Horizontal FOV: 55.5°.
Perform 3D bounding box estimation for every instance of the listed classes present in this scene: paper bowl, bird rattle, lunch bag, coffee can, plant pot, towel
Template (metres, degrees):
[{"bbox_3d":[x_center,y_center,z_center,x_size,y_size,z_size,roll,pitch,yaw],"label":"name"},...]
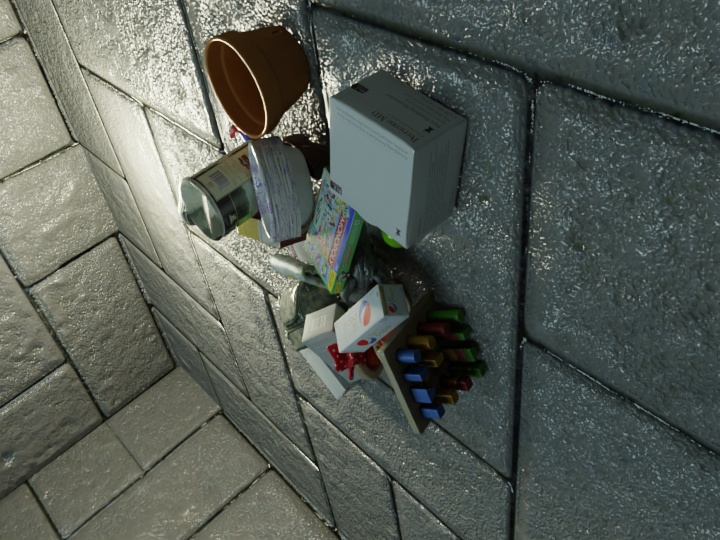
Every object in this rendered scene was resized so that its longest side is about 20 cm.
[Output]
[{"bbox_3d":[-0.154,-0.165,1.367,0.200,0.101,0.207,167,91,-78],"label":"paper bowl"},{"bbox_3d":[0.015,0.179,1.580,0.110,0.203,0.165,-14,128,28],"label":"bird rattle"},{"bbox_3d":[-0.138,0.108,1.825,0.172,0.137,0.199,65,155,2],"label":"lunch bag"},{"bbox_3d":[-0.275,-0.181,1.501,0.145,0.199,0.149,34,146,27],"label":"coffee can"},{"bbox_3d":[-0.191,-0.382,1.335,0.199,0.139,0.203,40,150,28],"label":"plant pot"},{"bbox_3d":[-0.100,0.013,1.623,0.196,0.050,0.169,19,177,-36],"label":"towel"}]

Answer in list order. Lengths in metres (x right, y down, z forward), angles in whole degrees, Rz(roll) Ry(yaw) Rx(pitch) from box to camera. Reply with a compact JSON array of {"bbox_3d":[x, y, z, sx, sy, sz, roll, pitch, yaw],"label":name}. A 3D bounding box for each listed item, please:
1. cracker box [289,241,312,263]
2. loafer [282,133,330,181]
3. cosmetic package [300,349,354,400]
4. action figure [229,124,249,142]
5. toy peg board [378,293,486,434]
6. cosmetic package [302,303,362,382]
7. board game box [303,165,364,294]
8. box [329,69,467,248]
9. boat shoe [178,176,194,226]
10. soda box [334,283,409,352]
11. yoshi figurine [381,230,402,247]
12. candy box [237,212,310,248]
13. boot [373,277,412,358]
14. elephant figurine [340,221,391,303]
[{"bbox_3d":[-0.114,-0.087,1.638,0.198,0.057,0.137,18,134,50],"label":"cracker box"},{"bbox_3d":[-0.127,-0.240,1.466,0.198,0.070,0.075,22,140,48],"label":"loafer"},{"bbox_3d":[-0.088,0.260,1.971,0.201,0.081,0.113,50,154,8],"label":"cosmetic package"},{"bbox_3d":[-0.230,-0.282,1.603,0.199,0.064,0.053,38,128,33],"label":"action figure"},{"bbox_3d":[0.155,0.183,1.362,0.096,0.199,0.204,-6,118,42],"label":"toy peg board"},{"bbox_3d":[-0.042,0.183,1.685,0.105,0.092,0.200,-21,133,29],"label":"cosmetic package"},{"bbox_3d":[-0.052,-0.076,1.308,0.136,0.028,0.203,57,142,37],"label":"board game box"},{"bbox_3d":[0.056,-0.187,1.142,0.198,0.129,0.203,38,145,29],"label":"box"},{"bbox_3d":[-0.544,-0.209,2.205,0.062,0.072,0.203,43,147,27],"label":"boat shoe"},{"bbox_3d":[0.019,0.100,1.384,0.200,0.062,0.070,-44,52,50],"label":"soda box"},{"bbox_3d":[0.036,-0.117,1.308,0.199,0.112,0.113,39,162,24],"label":"yoshi figurine"},{"bbox_3d":[-0.189,-0.106,1.558,0.198,0.115,0.058,19,120,49],"label":"candy box"},{"bbox_3d":[0.062,0.113,1.519,0.074,0.106,0.205,19,135,46],"label":"boot"},{"bbox_3d":[0.000,0.000,1.384,0.155,0.142,0.200,41,179,-4],"label":"elephant figurine"}]
